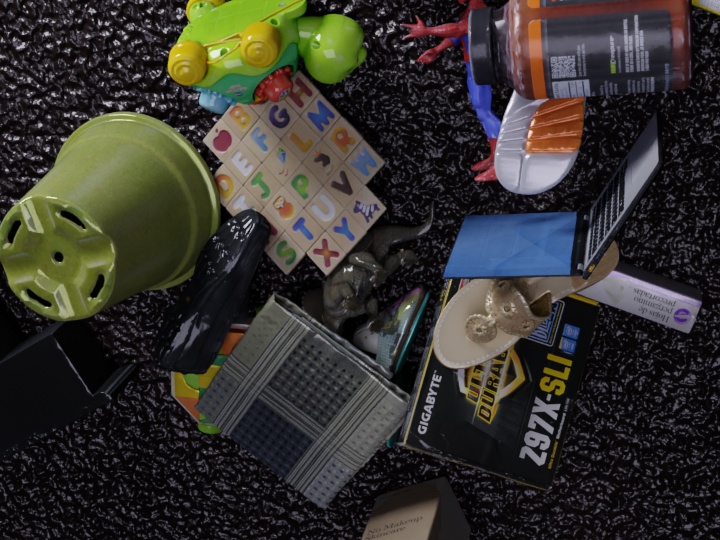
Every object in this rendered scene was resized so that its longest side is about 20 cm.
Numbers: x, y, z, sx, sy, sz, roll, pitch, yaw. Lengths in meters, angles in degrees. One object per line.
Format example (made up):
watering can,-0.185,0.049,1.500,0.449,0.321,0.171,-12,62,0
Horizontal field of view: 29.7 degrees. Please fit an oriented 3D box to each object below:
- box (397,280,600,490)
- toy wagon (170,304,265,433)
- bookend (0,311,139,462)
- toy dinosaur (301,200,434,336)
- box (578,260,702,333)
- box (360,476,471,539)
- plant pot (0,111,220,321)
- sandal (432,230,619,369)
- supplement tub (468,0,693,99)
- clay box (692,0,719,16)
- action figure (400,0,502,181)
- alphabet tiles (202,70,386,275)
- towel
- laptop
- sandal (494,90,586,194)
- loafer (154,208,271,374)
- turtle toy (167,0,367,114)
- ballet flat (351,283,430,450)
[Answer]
box,0.141,0.106,1.384,0.159,0.049,0.201,18,81,-5
toy wagon,-0.112,0.113,1.504,0.199,0.040,0.156,5,111,10
bookend,-0.393,0.091,1.526,0.198,0.092,0.200,-29,100,18
toy dinosaur,0.000,0.000,1.414,0.077,0.102,0.201,23,99,-39
box,0.249,0.009,1.390,0.199,0.041,0.039,20,112,3
box,0.052,0.311,1.455,0.095,0.200,0.078,-20,105,17
plant pot,-0.270,-0.041,1.391,0.199,0.184,0.201,7,113,16
sandal,0.161,0.021,1.329,0.211,0.070,0.078,-31,82,-3
supplement tub,0.201,-0.212,1.241,0.199,0.107,0.108,-2,110,12
clay box,0.285,-0.320,1.257,0.199,0.048,0.115,23,115,3
action figure,0.090,-0.188,1.334,0.098,0.065,0.201,-6,109,-1
alphabet tiles,-0.070,-0.100,1.404,0.200,0.006,0.166,47,113,11
towel,-0.060,0.140,1.455,0.192,0.035,0.200,38,124,0
laptop,0.186,-0.073,1.293,0.116,0.187,0.200,31,113,-1
sandal,0.188,-0.172,1.325,0.079,0.059,0.208,13,88,13
loafer,-0.146,0.025,1.435,0.070,0.068,0.201,20,111,-34
turtle toy,-0.094,-0.218,1.336,0.199,0.146,0.101,-10,128,14
ballet flat,0.021,0.101,1.461,0.071,0.069,0.201,18,116,12
